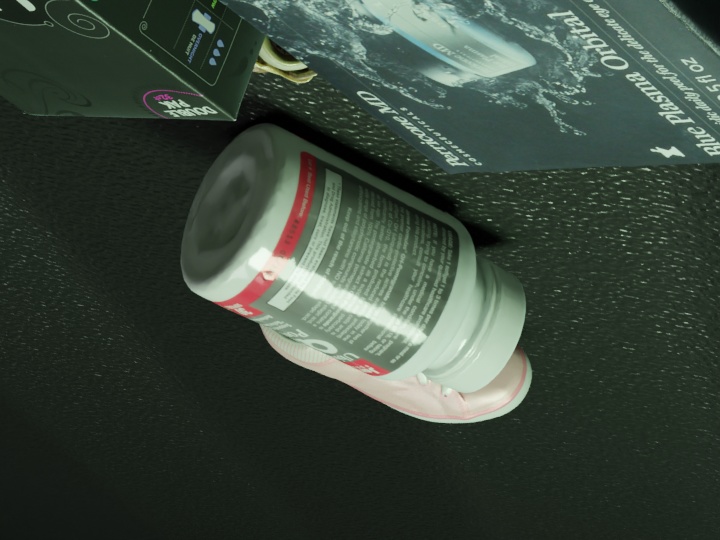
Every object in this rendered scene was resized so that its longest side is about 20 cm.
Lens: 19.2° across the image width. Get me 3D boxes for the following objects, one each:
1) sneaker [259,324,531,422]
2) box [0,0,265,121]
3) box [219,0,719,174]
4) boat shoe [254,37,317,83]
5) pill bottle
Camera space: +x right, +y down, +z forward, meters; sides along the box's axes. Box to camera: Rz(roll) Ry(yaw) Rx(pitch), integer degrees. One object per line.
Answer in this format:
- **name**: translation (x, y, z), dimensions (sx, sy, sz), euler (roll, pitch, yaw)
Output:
- **sneaker**: translation (0.017, 0.049, 1.471), dimensions (0.199, 0.076, 0.105), euler (15, 168, 16)
- **box**: translation (-0.142, -0.162, 0.897), dimensions (0.148, 0.125, 0.200), euler (7, 161, 40)
- **box**: translation (0.067, -0.132, 0.832), dimensions (0.199, 0.118, 0.196), euler (1, 156, 43)
- **boat shoe**: translation (-0.033, -0.127, 1.009), dimensions (0.074, 0.067, 0.200), euler (21, 161, -14)
- **pill bottle**: translation (0.000, 0.000, 1.285), dimensions (0.199, 0.112, 0.110), euler (26, 160, -27)
